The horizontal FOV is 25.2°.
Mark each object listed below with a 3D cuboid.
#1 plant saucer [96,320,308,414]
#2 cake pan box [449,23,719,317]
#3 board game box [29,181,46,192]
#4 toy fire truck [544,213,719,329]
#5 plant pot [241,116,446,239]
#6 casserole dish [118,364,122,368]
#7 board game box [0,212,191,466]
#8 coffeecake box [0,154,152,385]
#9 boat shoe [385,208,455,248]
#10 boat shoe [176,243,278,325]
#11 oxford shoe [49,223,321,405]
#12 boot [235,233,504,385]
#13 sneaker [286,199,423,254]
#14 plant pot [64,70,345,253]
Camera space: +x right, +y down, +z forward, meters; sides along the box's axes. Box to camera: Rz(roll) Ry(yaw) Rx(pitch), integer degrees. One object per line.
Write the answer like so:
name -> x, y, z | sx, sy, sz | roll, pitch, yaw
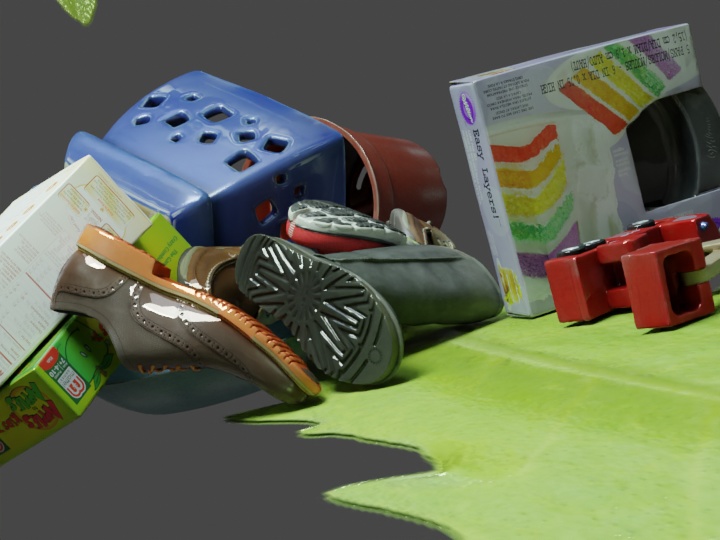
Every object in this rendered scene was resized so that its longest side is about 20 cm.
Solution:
plant saucer -> -0.110, 0.074, 1.215 | 0.201, 0.039, 0.201 | -14, 6, 1
cake pan box -> 0.182, -0.078, 1.222 | 0.200, 0.184, 0.052 | -16, 9, -19
board game box -> -0.263, 0.021, 1.453 | 0.039, 0.200, 0.158 | 8, -21, 27
toy fire truck -> 0.205, -0.003, 1.088 | 0.141, 0.049, 0.200 | -9, 6, 45
plant pot -> -0.008, -0.082, 1.915 | 0.201, 0.201, 0.195 | -11, -3, 35
casserole dish -> -0.257, 0.093, 1.286 | 0.200, 0.039, 0.121 | -27, -2, -40
board game box -> -0.204, 0.048, 1.176 | 0.102, 0.048, 0.200 | -32, 17, 36
coffeecake box -> -0.265, 0.022, 1.165 | 0.200, 0.073, 0.153 | -50, 17, -31
boat shoe -> 0.058, -0.018, 1.547 | 0.072, 0.076, 0.200 | 10, 4, -1
boat shoe -> -0.083, 0.010, 1.218 | 0.074, 0.076, 0.200 | -10, 6, 12
oxford shoe -> -0.118, 0.046, 1.085 | 0.200, 0.073, 0.071 | 30, -5, 17
boot -> 0.030, 0.027, 1.164 | 0.200, 0.073, 0.182 | 12, 22, -45
sneaker -> 0.000, 0.000, 1.303 | 0.077, 0.085, 0.200 | 23, -1, 32
plant pot -> -0.142, -0.037, 1.398 | 0.200, 0.200, 0.180 | 26, 39, 35
